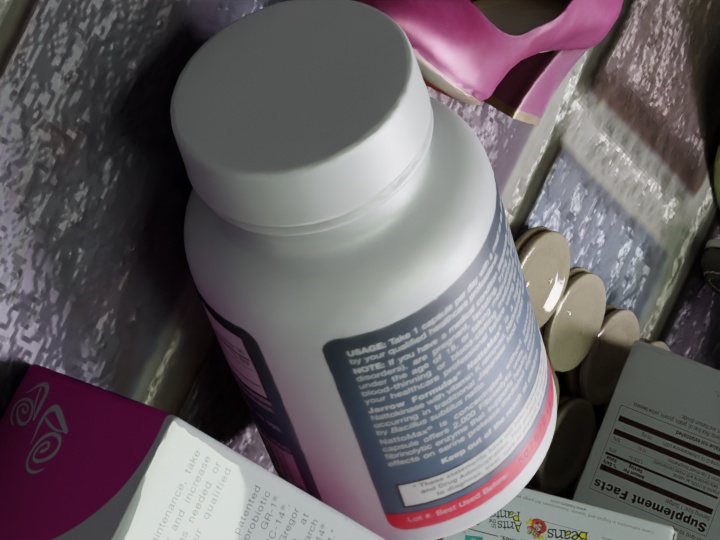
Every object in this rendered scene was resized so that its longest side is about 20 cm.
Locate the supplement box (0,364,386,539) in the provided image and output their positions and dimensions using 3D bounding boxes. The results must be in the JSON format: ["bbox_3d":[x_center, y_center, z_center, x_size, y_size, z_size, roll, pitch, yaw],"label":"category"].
[{"bbox_3d":[-0.047,0.128,0.923,0.200,0.101,0.104,33,79,-38],"label":"supplement box"}]

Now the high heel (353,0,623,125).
[{"bbox_3d":[0.056,-0.115,1.012,0.096,0.067,0.200,-62,153,8],"label":"high heel"}]

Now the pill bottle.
[{"bbox_3d":[0.000,0.000,0.954,0.120,0.119,0.200,-50,143,-26],"label":"pill bottle"}]

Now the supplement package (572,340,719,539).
[{"bbox_3d":[0.186,0.161,1.262,0.201,0.146,0.191,-69,159,0],"label":"supplement package"}]

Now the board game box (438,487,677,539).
[{"bbox_3d":[0.061,0.206,1.083,0.103,0.104,0.201,112,-8,-59],"label":"board game box"}]

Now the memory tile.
[{"bbox_3d":[0.085,0.075,1.216,0.154,0.017,0.200,-63,148,-9],"label":"memory tile"}]

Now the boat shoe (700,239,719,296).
[{"bbox_3d":[0.257,0.047,1.287,0.057,0.199,0.067,-61,168,-10],"label":"boat shoe"}]

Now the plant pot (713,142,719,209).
[{"bbox_3d":[0.309,-0.092,1.317,0.190,0.199,0.201,-61,148,-33],"label":"plant pot"}]
